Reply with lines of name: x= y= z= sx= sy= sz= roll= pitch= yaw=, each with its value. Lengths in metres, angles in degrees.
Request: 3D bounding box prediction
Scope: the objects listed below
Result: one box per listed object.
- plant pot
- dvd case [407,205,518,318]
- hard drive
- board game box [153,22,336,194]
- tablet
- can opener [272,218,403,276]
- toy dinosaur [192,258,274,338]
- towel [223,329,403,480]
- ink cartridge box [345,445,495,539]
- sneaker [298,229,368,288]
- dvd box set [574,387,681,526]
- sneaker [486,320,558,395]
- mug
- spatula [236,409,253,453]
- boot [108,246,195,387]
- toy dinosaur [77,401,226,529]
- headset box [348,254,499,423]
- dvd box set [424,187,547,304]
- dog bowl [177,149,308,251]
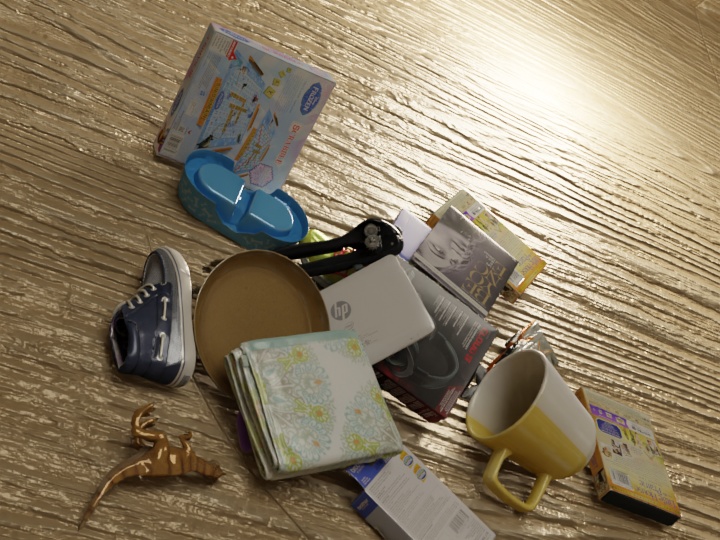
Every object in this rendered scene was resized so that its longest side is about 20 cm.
plant pot: x=-0.126 y=0.075 z=1.507 sx=0.199 sy=0.027 sz=0.202 roll=9 pitch=74 yaw=-35
dvd case: x=0.168 y=-0.014 z=1.915 sx=0.148 sy=0.016 sz=0.200 roll=40 pitch=36 yaw=0
hard drive: x=0.125 y=-0.005 z=1.906 sx=0.199 sy=0.025 sz=0.132 roll=38 pitch=34 yaw=-4
board game box: x=-0.166 y=-0.225 z=1.719 sx=0.198 sy=0.201 sz=0.041 roll=20 pitch=22 yaw=-28
tablet: x=-0.016 y=0.072 z=1.574 sx=0.131 sy=0.199 sz=0.014 roll=60 pitch=-5 yaw=28
can opener: x=-0.035 y=-0.021 z=1.659 sx=0.198 sy=0.079 sz=0.064 roll=-16 pitch=67 yaw=0
toy dinosaur: x=-0.152 y=0.047 z=1.548 sx=0.101 sy=0.058 sz=0.201 roll=-6 pitch=53 yaw=-44
towel: x=-0.057 y=0.160 z=1.460 sx=0.198 sy=0.048 sz=0.173 roll=-5 pitch=64 yaw=-36
ink cartridge box: x=0.069 y=0.301 z=1.497 sx=0.200 sy=0.042 sz=0.119 roll=46 pitch=34 yaw=4
sneaker: x=0.000 y=0.000 z=1.723 sx=0.200 sy=0.090 sz=0.078 roll=40 pitch=35 yaw=0
dvd box set: x=0.404 y=0.283 z=1.831 sx=0.145 sy=0.029 sz=0.201 roll=23 pitch=36 yaw=-25
sneaker: x=0.251 y=0.152 z=1.813 sx=0.092 sy=0.076 sz=0.200 roll=49 pitch=37 yaw=1
mug: x=0.239 y=0.229 z=1.681 sx=0.153 sy=0.187 sz=0.149 roll=41 pitch=0 yaw=-23
spatula: x=-0.077 y=0.185 z=1.497 sx=0.199 sy=0.020 sz=0.057 roll=-3 pitch=80 yaw=-51
boot: x=-0.255 y=0.044 z=1.442 sx=0.090 sy=0.073 sz=0.201 roll=19 pitch=40 yaw=-37
toy dinosaur: x=-0.226 y=0.205 z=1.303 sx=0.199 sy=0.060 sz=0.107 roll=-1 pitch=53 yaw=-44
headset box: x=0.081 y=0.101 z=1.639 sx=0.199 sy=0.077 sz=0.149 roll=36 pitch=72 yaw=-5
dvd box set: x=0.215 y=-0.045 z=2.032 sx=0.200 sy=0.029 sz=0.146 roll=43 pitch=34 yaw=5
dog bowl: x=-0.169 y=-0.090 z=1.695 sx=0.199 sy=0.050 sz=0.112 roll=30 pitch=35 yaw=-12
